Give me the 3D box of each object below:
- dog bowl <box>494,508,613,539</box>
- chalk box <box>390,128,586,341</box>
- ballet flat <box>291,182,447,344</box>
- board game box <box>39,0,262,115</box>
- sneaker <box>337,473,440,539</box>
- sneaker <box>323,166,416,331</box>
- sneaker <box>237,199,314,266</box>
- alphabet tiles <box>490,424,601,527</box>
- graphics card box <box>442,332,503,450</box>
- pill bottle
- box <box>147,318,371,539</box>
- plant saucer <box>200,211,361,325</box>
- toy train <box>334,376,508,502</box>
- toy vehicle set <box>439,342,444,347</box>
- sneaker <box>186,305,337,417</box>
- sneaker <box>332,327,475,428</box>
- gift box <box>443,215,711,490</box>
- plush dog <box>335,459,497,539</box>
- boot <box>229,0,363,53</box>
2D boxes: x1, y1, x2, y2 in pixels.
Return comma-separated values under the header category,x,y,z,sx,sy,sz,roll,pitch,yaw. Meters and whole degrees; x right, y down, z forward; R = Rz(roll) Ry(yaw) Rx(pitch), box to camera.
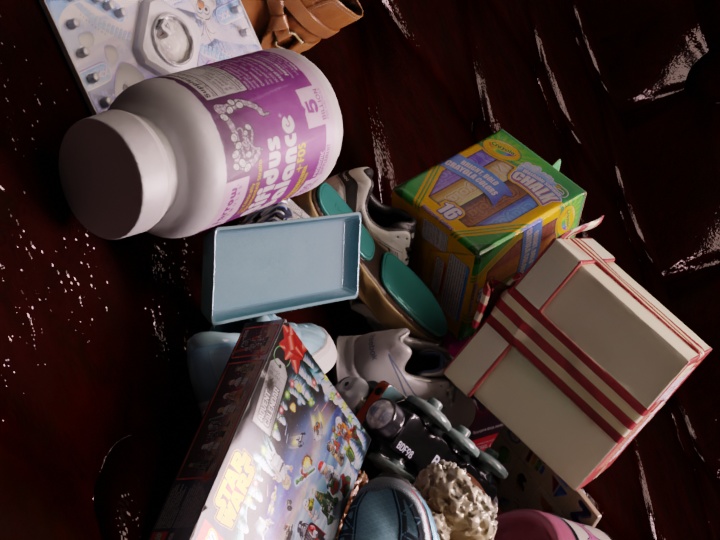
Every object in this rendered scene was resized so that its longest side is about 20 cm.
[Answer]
category,x,y,z,sx,sy,sz,roll,pitch,yaw
dog bowl,0.139,0.299,1.400,0.074,0.200,0.201,35,33,-26
chalk box,0.137,-0.045,1.589,0.124,0.199,0.125,41,-36,30
ballet flat,0.000,0.000,1.461,0.200,0.063,0.069,49,31,-20
board game box,-0.143,-0.177,1.220,0.200,0.026,0.201,-37,107,-49
sneaker,0.005,0.241,1.107,0.096,0.079,0.202,41,60,-76
sneaker,0.026,-0.010,1.515,0.200,0.087,0.076,53,17,-26
sneaker,-0.075,-0.020,1.320,0.086,0.077,0.200,61,9,7
alphabet tiles,0.173,0.258,1.505,0.008,0.168,0.200,-14,53,-37
graphics card box,0.156,0.096,1.662,0.051,0.125,0.201,53,23,-64
pill bottle,-0.112,-0.087,1.122,0.199,0.112,0.113,-25,94,-48
box,-0.065,0.153,1.091,0.137,0.040,0.201,56,41,-35
plant saucer,-0.058,-0.004,1.201,0.200,0.019,0.071,-10,104,-59
toy train,0.048,0.161,1.412,0.114,0.086,0.200,25,-13,44
toy vehicle set,0.077,0.134,1.645,0.200,0.026,0.125,17,54,-68
sneaker,-0.074,0.053,1.214,0.200,0.073,0.083,-34,107,-72
sneaker,0.057,0.109,1.480,0.200,0.087,0.075,31,49,-49
gift box,0.206,0.063,1.471,0.187,0.200,0.184,41,9,14
plush dog,0.033,0.254,1.262,0.171,0.161,0.201,25,28,-41
boot,-0.066,-0.201,1.379,0.200,0.154,0.077,51,25,-44
